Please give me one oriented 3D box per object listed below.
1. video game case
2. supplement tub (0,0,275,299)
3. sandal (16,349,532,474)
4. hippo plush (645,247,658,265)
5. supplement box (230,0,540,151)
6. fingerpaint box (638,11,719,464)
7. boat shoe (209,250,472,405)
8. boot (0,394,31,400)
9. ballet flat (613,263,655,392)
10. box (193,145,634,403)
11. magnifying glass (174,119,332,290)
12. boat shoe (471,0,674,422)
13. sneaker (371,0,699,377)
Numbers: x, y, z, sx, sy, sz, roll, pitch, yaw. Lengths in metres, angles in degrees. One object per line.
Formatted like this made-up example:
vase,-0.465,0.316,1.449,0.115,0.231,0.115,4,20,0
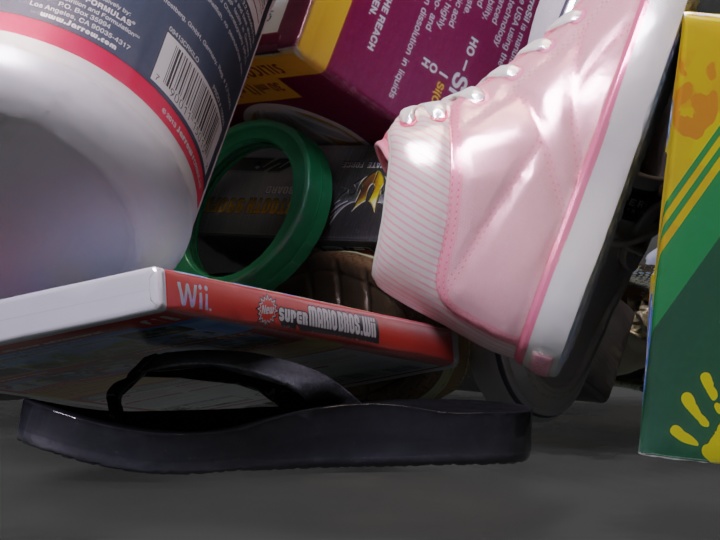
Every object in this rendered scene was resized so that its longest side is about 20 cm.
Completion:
video game case,-0.073,0.030,1.126,0.142,0.018,0.200,-11,-13,32
supplement tub,-0.108,-0.095,1.121,0.139,0.201,0.141,10,-39,8
sandal,-0.033,0.049,1.093,0.199,0.043,0.076,0,3,-24
hippo plush,0.249,-0.022,1.440,0.199,0.160,0.161,20,17,6
supplement box,0.017,-0.087,1.319,0.200,0.104,0.131,32,-22,-33
fingerpaint box,0.157,-0.015,1.182,0.073,0.168,0.200,6,5,9
boat shoe,-0.009,0.031,1.277,0.076,0.072,0.200,15,-6,-37
boot,-0.192,0.037,1.225,0.199,0.078,0.138,-8,-14,-12
ballet flat,0.102,0.024,1.428,0.074,0.075,0.199,-1,2,-40
box,0.000,0.000,1.341,0.199,0.049,0.158,4,-25,41
magnifying glass,-0.093,-0.012,1.300,0.199,0.080,0.022,-19,-33,37
boat shoe,0.099,-0.033,1.240,0.072,0.201,0.066,22,-9,-36
sneaker,0.066,-0.066,1.171,0.104,0.201,0.075,20,-13,10
